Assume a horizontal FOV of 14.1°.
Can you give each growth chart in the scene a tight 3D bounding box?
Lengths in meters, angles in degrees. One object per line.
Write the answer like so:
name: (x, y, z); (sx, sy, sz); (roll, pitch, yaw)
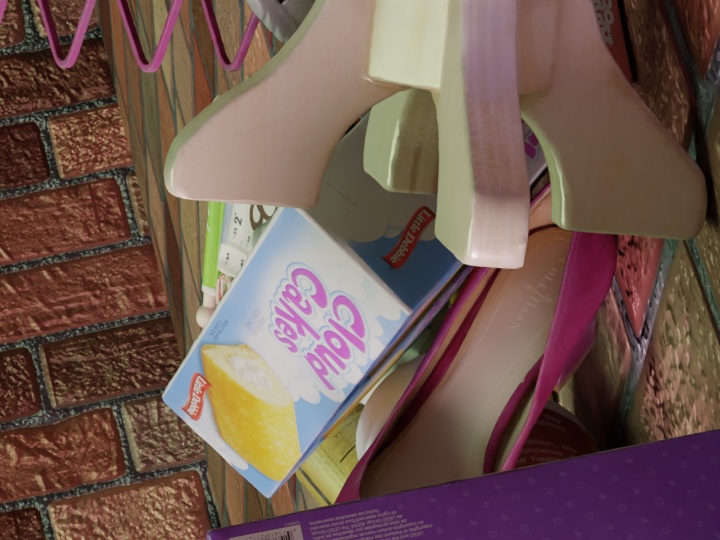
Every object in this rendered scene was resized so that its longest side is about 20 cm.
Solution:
growth chart: (-0.046, -0.030, 1.456); (0.200, 0.018, 0.146); (-160, 71, -70)

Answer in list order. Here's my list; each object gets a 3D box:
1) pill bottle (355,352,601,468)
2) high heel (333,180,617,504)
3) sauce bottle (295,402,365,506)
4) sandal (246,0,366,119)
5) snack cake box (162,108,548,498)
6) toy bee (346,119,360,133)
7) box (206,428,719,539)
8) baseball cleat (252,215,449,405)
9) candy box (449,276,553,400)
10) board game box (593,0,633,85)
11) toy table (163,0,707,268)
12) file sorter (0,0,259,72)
pill bottle: (0.061, 0.119, 1.193); (0.200, 0.112, 0.113); (-114, 14, -56)
high heel: (0.038, 0.053, 1.100); (0.067, 0.200, 0.096); (29, 150, 24)
sauce bottle: (0.034, 0.123, 1.327); (0.200, 0.064, 0.065); (48, 153, 42)
sandal: (-0.001, -0.116, 1.376); (0.207, 0.059, 0.079); (44, -171, -39)
snack cake box: (0.000, 0.000, 1.180); (0.067, 0.115, 0.200); (43, 150, 5)
toy bee: (-0.012, -0.008, 1.528); (0.131, 0.108, 0.201); (96, 160, -60)
box: (0.049, 0.099, 0.930); (0.137, 0.199, 0.039); (100, 158, -70)
baseball cleat: (0.001, -0.033, 1.313); (0.070, 0.106, 0.201); (-26, -53, -60)
candy box: (0.077, 0.098, 1.356); (0.102, 0.026, 0.201); (150, 108, -78)
board game box: (0.064, -0.166, 1.094); (0.103, 0.019, 0.201); (-169, 67, -80)
toy table: (0.031, -0.074, 0.965); (0.200, 0.183, 0.118); (-79, -5, -80)
file sorter: (-0.111, -0.185, 1.523); (0.126, 0.199, 0.140); (116, 145, -46)
